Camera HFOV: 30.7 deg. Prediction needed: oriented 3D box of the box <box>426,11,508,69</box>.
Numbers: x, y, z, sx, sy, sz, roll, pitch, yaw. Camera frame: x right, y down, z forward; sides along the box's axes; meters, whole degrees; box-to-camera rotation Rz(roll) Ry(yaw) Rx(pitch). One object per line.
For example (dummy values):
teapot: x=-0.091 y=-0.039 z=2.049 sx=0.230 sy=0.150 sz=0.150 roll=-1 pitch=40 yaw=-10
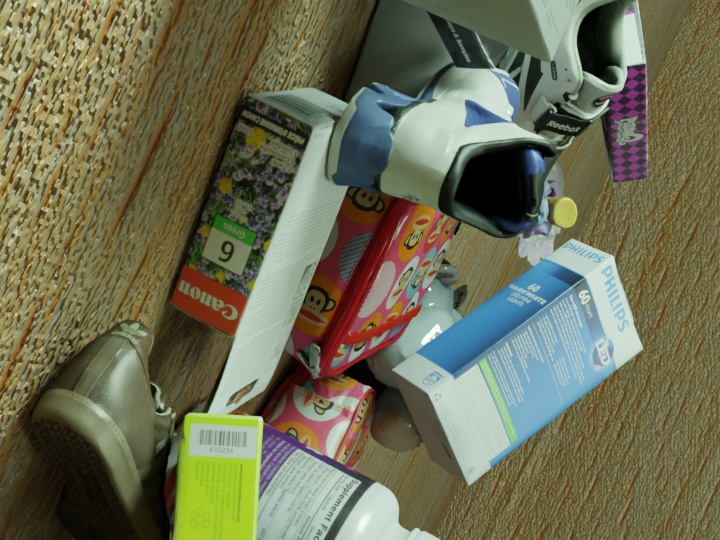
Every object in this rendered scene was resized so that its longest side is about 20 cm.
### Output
box: x=0.089 y=-0.248 z=0.835 sx=0.200 sy=0.036 sz=0.143 roll=-58 pitch=133 yaw=-28

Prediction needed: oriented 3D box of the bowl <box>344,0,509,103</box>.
bowl: x=0.074 y=-0.181 z=0.965 sx=0.201 sy=0.074 sz=0.200 roll=-69 pitch=167 yaw=13

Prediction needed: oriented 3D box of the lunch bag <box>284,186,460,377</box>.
lunch bag: x=0.000 y=0.000 z=0.981 sx=0.177 sy=0.082 sz=0.200 roll=-64 pitch=166 yaw=15

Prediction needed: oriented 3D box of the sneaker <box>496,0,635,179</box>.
sneaker: x=0.142 y=-0.127 z=0.933 sx=0.074 sy=0.089 sz=0.201 roll=-11 pitch=129 yaw=-30

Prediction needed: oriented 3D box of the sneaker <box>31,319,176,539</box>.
sneaker: x=-0.125 y=0.105 z=0.727 sx=0.076 sy=0.070 sz=0.200 roll=-57 pitch=166 yaw=-30

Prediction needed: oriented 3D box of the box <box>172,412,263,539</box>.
box: x=-0.087 y=0.157 z=0.758 sx=0.200 sy=0.047 sz=0.122 roll=117 pitch=-24 yaw=-74

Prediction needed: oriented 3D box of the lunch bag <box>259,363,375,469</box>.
lunch bag: x=-0.059 y=0.189 z=1.117 sx=0.200 sy=0.082 sz=0.176 roll=-59 pitch=166 yaw=-25

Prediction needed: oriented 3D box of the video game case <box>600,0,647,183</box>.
video game case: x=0.204 y=-0.194 z=1.064 sx=0.200 sy=0.036 sz=0.182 roll=60 pitch=23 yaw=-66

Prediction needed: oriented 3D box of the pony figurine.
pony figurine: x=0.122 y=-0.093 z=1.112 sx=0.200 sy=0.166 sz=0.194 roll=-141 pitch=-123 yaw=-70

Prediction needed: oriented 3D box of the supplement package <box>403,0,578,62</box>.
supplement package: x=0.062 y=-0.236 z=0.635 sx=0.201 sy=0.151 sz=0.151 roll=-64 pitch=166 yaw=1

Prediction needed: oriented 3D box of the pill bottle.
pill bottle: x=-0.043 y=0.180 z=0.901 sx=0.112 sy=0.199 sz=0.112 roll=-58 pitch=166 yaw=-24

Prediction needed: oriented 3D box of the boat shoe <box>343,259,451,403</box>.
boat shoe: x=0.037 y=0.071 z=1.301 sx=0.063 sy=0.073 sz=0.201 roll=92 pitch=19 yaw=-50

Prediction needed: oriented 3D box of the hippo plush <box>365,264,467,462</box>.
hippo plush: x=0.075 y=0.056 z=1.156 sx=0.161 sy=0.159 sz=0.201 roll=70 pitch=20 yaw=-53

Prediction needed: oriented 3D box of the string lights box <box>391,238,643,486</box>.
string lights box: x=0.133 y=0.074 z=1.086 sx=0.200 sy=0.059 sz=0.103 roll=-34 pitch=121 yaw=-18

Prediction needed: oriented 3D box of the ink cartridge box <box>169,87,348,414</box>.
ink cartridge box: x=-0.063 y=-0.009 z=0.801 sx=0.201 sy=0.050 sz=0.109 roll=-67 pitch=166 yaw=16

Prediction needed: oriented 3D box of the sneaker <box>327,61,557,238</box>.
sneaker: x=0.071 y=-0.068 z=0.820 sx=0.199 sy=0.115 sz=0.081 roll=-27 pitch=141 yaw=-60
